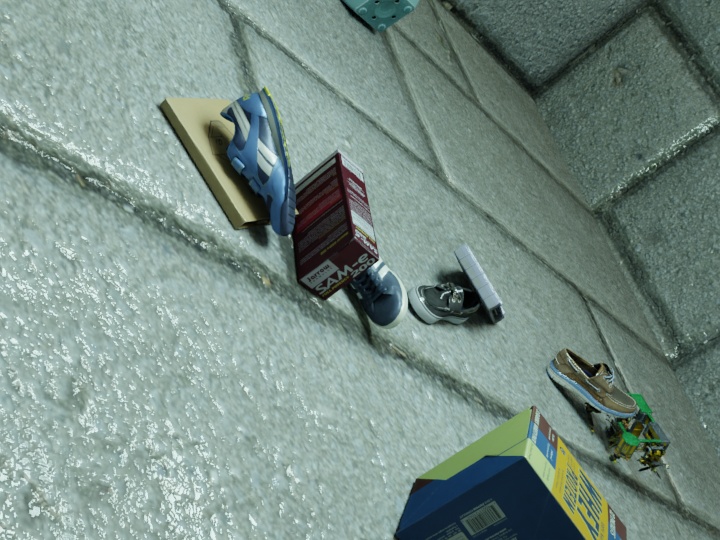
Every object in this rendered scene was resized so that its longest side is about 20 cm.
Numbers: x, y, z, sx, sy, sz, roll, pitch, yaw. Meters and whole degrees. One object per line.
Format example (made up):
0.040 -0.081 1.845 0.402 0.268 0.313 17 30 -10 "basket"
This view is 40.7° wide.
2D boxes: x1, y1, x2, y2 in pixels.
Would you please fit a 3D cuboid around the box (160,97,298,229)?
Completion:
-0.178 -0.151 1.347 0.202 0.021 0.163 58 23 6 "box"

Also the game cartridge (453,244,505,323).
0.224 0.025 1.812 0.131 0.038 0.200 65 5 14 "game cartridge"

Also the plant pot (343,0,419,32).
0.043 -0.709 2.378 0.195 0.194 0.203 25 45 -49 "plant pot"

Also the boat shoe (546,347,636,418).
0.479 0.227 1.969 0.198 0.073 0.072 28 31 1 "boat shoe"

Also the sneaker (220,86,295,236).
-0.135 -0.141 1.311 0.074 0.081 0.204 83 -6 -82 "sneaker"

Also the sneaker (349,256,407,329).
0.000 0.000 1.429 0.084 0.075 0.201 30 23 -47 "sneaker"

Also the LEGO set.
0.543 0.346 2.017 0.151 0.117 0.201 1 36 -28 "LEGO set"

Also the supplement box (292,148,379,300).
-0.041 -0.068 1.391 0.061 0.108 0.202 37 29 -35 "supplement box"

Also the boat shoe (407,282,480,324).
0.150 0.051 1.660 0.199 0.066 0.071 18 41 -56 "boat shoe"

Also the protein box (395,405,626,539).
0.187 0.318 1.182 0.201 0.197 0.135 52 23 -5 "protein box"
